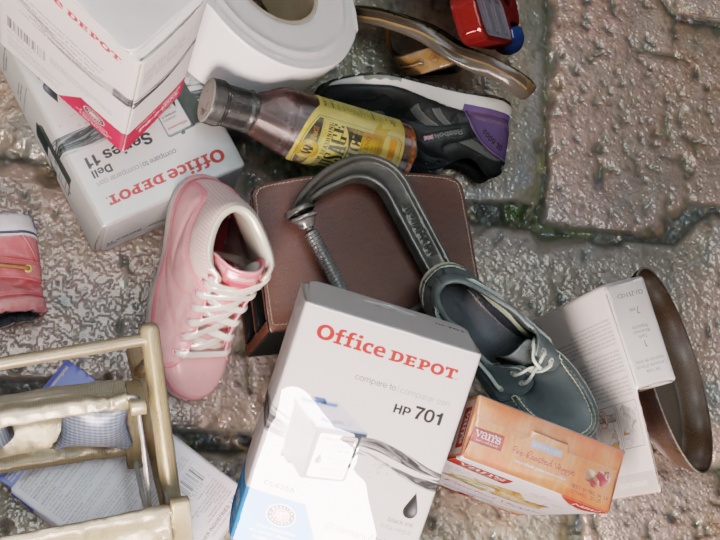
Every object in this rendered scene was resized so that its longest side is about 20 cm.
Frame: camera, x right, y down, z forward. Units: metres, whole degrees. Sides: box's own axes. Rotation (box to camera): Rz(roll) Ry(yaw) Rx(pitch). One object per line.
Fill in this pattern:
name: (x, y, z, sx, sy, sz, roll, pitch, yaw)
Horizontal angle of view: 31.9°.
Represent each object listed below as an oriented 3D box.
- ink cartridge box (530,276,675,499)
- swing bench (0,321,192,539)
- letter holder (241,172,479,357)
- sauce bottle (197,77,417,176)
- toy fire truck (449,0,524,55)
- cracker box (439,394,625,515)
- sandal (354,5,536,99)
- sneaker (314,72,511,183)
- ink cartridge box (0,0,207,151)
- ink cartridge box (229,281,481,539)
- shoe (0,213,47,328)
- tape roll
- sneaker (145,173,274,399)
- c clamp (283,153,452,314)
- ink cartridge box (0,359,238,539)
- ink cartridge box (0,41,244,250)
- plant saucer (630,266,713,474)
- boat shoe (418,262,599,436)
ink cartridge box: (0.212, 0.114, 1.124, 0.045, 0.200, 0.176, -11, 80, -19)
swing bench: (-0.244, 0.161, 0.975, 0.199, 0.130, 0.200, -9, 81, -17)
letter holder: (-0.006, -0.008, 1.146, 0.200, 0.101, 0.142, -4, 75, -17)
sauce bottle: (-0.047, -0.125, 1.125, 0.200, 0.066, 0.066, 11, 73, -26)
toy fire truck: (0.112, -0.293, 1.224, 0.112, 0.200, 0.168, -14, 91, 20)
cracker box: (0.120, 0.164, 1.083, 0.134, 0.200, 0.058, 22, 73, -9)
sandal: (0.074, -0.205, 1.222, 0.200, 0.082, 0.055, 28, 104, 8)
sneaker: (0.052, -0.133, 1.211, 0.200, 0.076, 0.088, 7, 80, -15)
ink cartridge box: (-0.207, -0.199, 0.992, 0.145, 0.200, 0.083, 43, 69, -1)
ink cartridge box: (-0.006, 0.128, 0.996, 0.146, 0.086, 0.200, 17, 100, -5)
shoe: (-0.364, 0.012, 1.048, 0.200, 0.071, 0.091, -8, 73, -23)
tape roll: (-0.100, -0.253, 1.153, 0.202, 0.071, 0.203, 24, 50, -33)
sneaker: (-0.127, 0.025, 1.063, 0.075, 0.105, 0.201, -1, 104, -32)
c clamp: (0.000, 0.000, 1.076, 0.171, 0.027, 0.200, -19, 80, -20)
ink cartridge box: (-0.206, 0.181, 1.068, 0.200, 0.042, 0.119, 38, 71, -6)
ink cartridge box: (-0.214, -0.139, 1.126, 0.146, 0.083, 0.200, -27, 85, -21)
plant saucer: (0.283, 0.096, 1.184, 0.032, 0.200, 0.200, -17, 78, 25)
boat shoe: (0.127, 0.075, 1.055, 0.073, 0.062, 0.200, -44, 94, 0)
